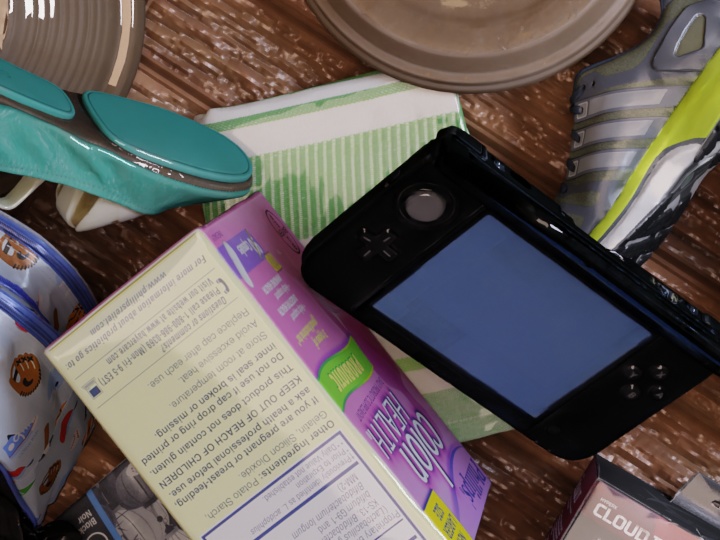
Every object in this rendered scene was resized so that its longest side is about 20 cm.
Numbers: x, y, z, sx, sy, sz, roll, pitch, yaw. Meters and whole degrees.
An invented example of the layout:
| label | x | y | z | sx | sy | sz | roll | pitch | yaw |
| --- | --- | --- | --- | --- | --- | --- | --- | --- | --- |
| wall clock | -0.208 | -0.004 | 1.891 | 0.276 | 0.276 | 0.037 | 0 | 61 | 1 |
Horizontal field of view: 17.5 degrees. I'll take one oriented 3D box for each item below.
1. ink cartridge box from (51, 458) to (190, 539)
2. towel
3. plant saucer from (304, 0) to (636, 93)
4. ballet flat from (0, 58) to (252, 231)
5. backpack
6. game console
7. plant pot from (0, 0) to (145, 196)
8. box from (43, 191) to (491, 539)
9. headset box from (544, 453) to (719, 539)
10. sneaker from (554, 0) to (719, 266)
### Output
| label | x | y | z | sx | sy | sz | roll | pitch | yaw |
| --- | --- | --- | --- | --- | --- | --- | --- | --- | --- |
| ink cartridge box | -0.084 | 0.190 | 1.203 | 0.099 | 0.039 | 0.200 | -41 | 66 | 6 |
| towel | 0.000 | 0.000 | 1.227 | 0.152 | 0.023 | 0.201 | -12 | 96 | 7 |
| plant saucer | 0.056 | -0.191 | 1.188 | 0.199 | 0.029 | 0.201 | 0 | 87 | 5 |
| ballet flat | -0.149 | -0.059 | 1.163 | 0.200 | 0.067 | 0.070 | 18 | 117 | -35 |
| backpack | -0.218 | 0.038 | 1.162 | 0.200 | 0.191 | 0.154 | 22 | 78 | 7 |
| game console | 0.092 | 0.034 | 1.108 | 0.200 | 0.117 | 0.176 | 36 | 126 | -24 |
| plant pot | -0.215 | -0.133 | 1.199 | 0.200 | 0.093 | 0.201 | 0 | 95 | 4 |
| box | -0.038 | 0.074 | 1.140 | 0.097 | 0.176 | 0.200 | -37 | 91 | 10 |
| headset box | 0.146 | 0.202 | 1.205 | 0.148 | 0.075 | 0.200 | 29 | 97 | 1 |
| sneaker | 0.132 | -0.060 | 1.194 | 0.081 | 0.074 | 0.200 | 41 | 97 | 19 |
